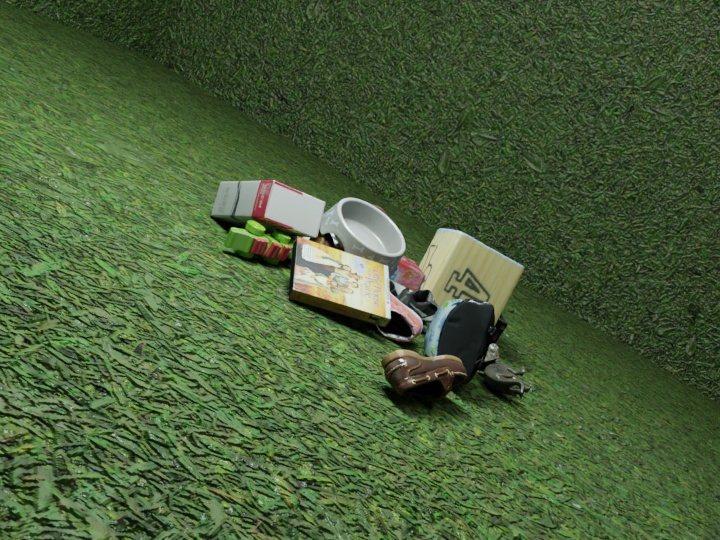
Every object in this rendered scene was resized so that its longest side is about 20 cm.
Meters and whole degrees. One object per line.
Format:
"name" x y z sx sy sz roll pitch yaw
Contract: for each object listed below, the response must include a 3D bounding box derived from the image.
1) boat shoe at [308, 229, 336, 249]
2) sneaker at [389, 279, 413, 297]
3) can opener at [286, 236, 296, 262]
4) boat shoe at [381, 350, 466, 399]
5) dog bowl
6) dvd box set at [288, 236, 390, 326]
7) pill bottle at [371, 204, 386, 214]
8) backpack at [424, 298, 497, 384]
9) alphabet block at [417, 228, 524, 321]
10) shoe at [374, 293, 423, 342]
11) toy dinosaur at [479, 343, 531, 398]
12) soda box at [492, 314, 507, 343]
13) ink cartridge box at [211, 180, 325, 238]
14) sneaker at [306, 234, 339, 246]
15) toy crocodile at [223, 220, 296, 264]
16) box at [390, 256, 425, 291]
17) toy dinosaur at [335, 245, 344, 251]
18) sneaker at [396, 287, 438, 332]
"boat shoe" -0.079 -0.015 1.449 0.070 0.070 0.200 35 31 -21
"sneaker" 0.050 0.049 1.578 0.080 0.070 0.200 32 3 34
"can opener" -0.156 -0.072 1.587 0.067 0.053 0.200 34 12 -30
"boat shoe" 0.113 0.181 1.152 0.200 0.070 0.070 11 40 -45
"dog bowl" 0.011 -0.076 1.495 0.200 0.059 0.200 28 31 -19
"dvd box set" -0.038 0.021 1.343 0.200 0.029 0.146 18 43 -17
"pill bottle" 0.035 -0.136 2.164 0.113 0.113 0.200 29 11 -7
"backpack" 0.195 0.130 1.380 0.154 0.163 0.200 19 1 19
"alphabet block" 0.251 0.028 1.728 0.196 0.200 0.195 28 1 -9
"shoe" 0.037 0.073 1.413 0.200 0.072 0.091 35 9 8
"toy dinosaur" 0.293 0.225 1.451 0.102 0.077 0.200 18 18 -3
"soda box" 0.342 0.131 1.906 0.063 0.071 0.200 30 12 -5
"ink cartridge box" -0.198 -0.130 1.480 0.200 0.084 0.145 7 -9 46
"sneaker" -0.049 -0.061 1.774 0.199 0.130 0.080 -15 53 -18
"toy crocodile" -0.187 -0.049 1.385 0.062 0.068 0.200 38 14 34
"box" 0.045 -0.005 1.695 0.200 0.096 0.100 26 14 -21
"toy dinosaur" -0.067 -0.036 1.604 0.106 0.200 0.060 -75 150 -54
"sneaker" 0.149 0.090 1.564 0.200 0.091 0.066 21 16 -38
